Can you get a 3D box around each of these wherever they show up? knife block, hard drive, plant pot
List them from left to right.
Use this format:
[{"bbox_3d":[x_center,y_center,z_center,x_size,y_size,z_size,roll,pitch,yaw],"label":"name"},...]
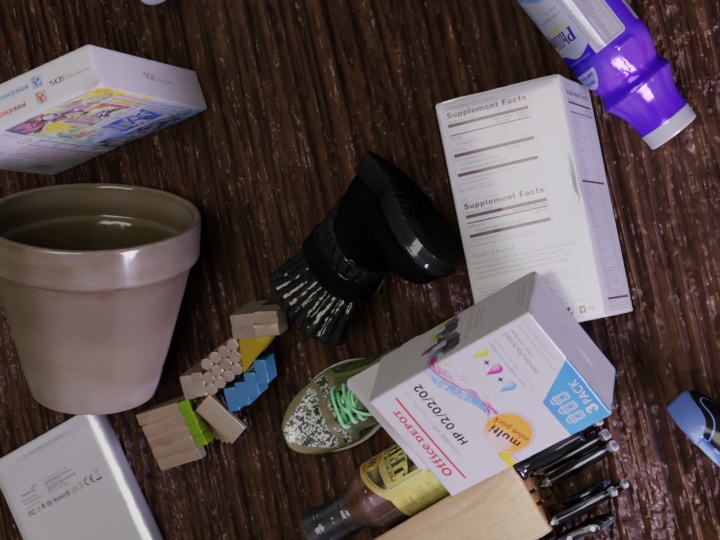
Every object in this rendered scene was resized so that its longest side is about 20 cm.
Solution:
[{"bbox_3d":[-0.262,0.248,1.626,0.132,0.027,0.200,-29,80,19],"label":"hard drive"},{"bbox_3d":[-0.245,0.029,1.544,0.200,0.200,0.174,11,112,21],"label":"plant pot"},{"bbox_3d":[0.122,0.193,1.456,0.200,0.064,0.176,15,96,21],"label":"knife block"}]

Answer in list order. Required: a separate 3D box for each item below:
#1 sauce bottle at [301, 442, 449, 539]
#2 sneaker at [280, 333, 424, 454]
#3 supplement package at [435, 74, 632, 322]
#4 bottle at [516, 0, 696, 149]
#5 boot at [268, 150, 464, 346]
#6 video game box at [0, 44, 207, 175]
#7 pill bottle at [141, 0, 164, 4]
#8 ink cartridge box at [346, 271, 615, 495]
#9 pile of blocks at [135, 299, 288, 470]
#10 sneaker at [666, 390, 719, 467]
[{"bbox_3d":[0.037,0.185,1.488,0.200,0.065,0.065,-34,79,17],"label":"sauce bottle"},{"bbox_3d":[0.007,0.106,1.485,0.200,0.089,0.077,-28,81,20],"label":"sneaker"},{"bbox_3d":[0.147,-0.052,1.415,0.109,0.114,0.200,-12,86,20],"label":"supplement package"},{"bbox_3d":[0.199,-0.192,1.402,0.065,0.084,0.200,-39,93,-8],"label":"bottle"},{"bbox_3d":[0.002,0.001,1.445,0.079,0.211,0.158,34,101,-20],"label":"boot"},{"bbox_3d":[-0.263,-0.141,1.526,0.182,0.200,0.047,-18,83,20],"label":"video game box"},{"bbox_3d":[-0.246,-0.334,1.563,0.200,0.112,0.112,38,104,16],"label":"pill bottle"},{"bbox_3d":[0.090,0.102,1.362,0.200,0.068,0.115,-31,110,26],"label":"ink cartridge box"},{"bbox_3d":[-0.120,0.103,1.554,0.082,0.062,0.200,45,114,2],"label":"pile of blocks"},{"bbox_3d":[0.346,0.150,1.370,0.200,0.070,0.078,38,100,10],"label":"sneaker"}]
